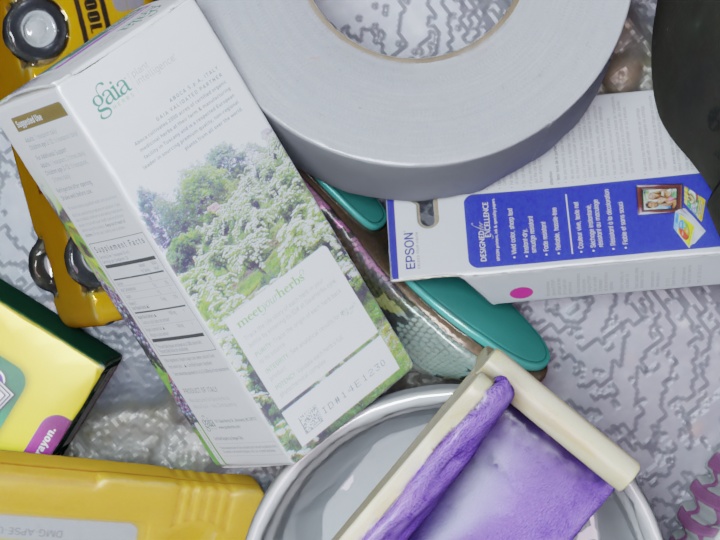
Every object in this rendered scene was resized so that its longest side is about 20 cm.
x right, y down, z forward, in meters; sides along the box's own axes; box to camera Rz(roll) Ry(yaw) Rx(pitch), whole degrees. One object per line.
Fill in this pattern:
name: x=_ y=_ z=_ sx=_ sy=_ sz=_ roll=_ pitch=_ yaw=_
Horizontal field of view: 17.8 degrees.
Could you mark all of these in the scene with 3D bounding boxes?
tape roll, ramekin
tape roll: x=0.023 y=-0.136 z=1.057 sx=0.200 sy=0.066 sz=0.201 roll=0 pitch=78 yaw=-1
ramekin: x=0.044 y=0.149 z=1.085 sx=0.200 sy=0.105 sz=0.201 roll=0 pitch=94 yaw=3

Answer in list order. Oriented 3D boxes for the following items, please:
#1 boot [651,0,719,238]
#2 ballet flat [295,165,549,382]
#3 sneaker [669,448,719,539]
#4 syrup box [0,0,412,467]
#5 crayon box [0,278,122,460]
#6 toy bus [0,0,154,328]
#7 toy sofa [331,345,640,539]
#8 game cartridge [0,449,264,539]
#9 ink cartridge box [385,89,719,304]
boot: x=0.188 y=-0.075 z=1.052 sx=0.075 sy=0.200 sz=0.074 roll=7 pitch=139 yaw=-25
ballet flat: x=0.000 y=0.000 z=1.101 sx=0.200 sy=0.069 sz=0.071 roll=43 pitch=113 yaw=3
sneaker: x=0.221 y=0.093 z=1.090 sx=0.088 sy=0.080 sz=0.200 roll=32 pitch=95 yaw=-11
syrup box: x=-0.070 y=-0.015 z=1.030 sx=0.079 sy=0.081 sz=0.200 roll=-38 pitch=103 yaw=-27
crayon box: x=-0.242 y=0.081 z=1.117 sx=0.172 sy=0.058 sz=0.200 roll=32 pitch=95 yaw=1
toy bus: x=-0.129 y=-0.077 z=1.087 sx=0.078 sy=0.065 sz=0.201 roll=-16 pitch=94 yaw=-25
toy sofa: x=0.025 y=0.133 z=0.984 sx=0.083 sy=0.098 sz=0.200 roll=40 pitch=94 yaw=0
game cartridge: x=-0.157 y=0.172 z=1.090 sx=0.199 sy=0.032 sz=0.177 roll=7 pitch=105 yaw=-18
ink cartridge box: x=0.111 y=-0.036 z=1.080 sx=0.199 sy=0.037 sz=0.095 roll=-4 pitch=59 yaw=1
